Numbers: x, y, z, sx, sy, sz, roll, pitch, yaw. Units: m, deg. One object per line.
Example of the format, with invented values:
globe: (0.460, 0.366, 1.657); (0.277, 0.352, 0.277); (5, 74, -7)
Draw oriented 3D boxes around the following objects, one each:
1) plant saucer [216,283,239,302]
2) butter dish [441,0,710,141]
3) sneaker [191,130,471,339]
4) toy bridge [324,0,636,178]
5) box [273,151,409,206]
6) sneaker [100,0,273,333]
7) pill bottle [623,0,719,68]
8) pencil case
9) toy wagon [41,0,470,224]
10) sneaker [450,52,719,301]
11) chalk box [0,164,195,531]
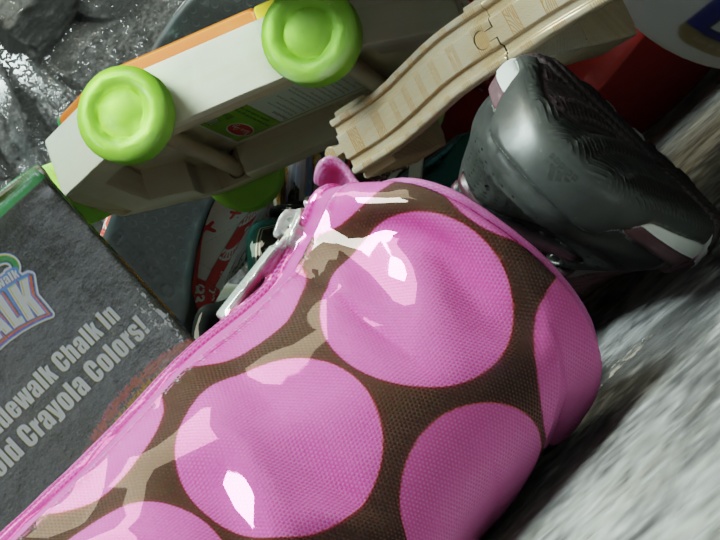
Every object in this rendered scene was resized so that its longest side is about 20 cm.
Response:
plant saucer: (-0.099, 0.048, 1.189); (0.200, 0.199, 0.051); (147, 126, -71)
butter dish: (0.111, -0.136, 0.984); (0.200, 0.148, 0.200); (-50, 42, 13)
sneaker: (0.000, 0.000, 0.838); (0.200, 0.080, 0.072); (-46, 31, 47)
toy bridge: (0.057, -0.076, 0.658); (0.200, 0.027, 0.067); (-30, -6, 39)
box: (-0.003, -0.086, 0.922); (0.137, 0.040, 0.201); (-106, 20, -47)
sneaker: (-0.059, -0.061, 0.925); (0.108, 0.067, 0.202); (-61, -3, -67)
pill bottle: (0.167, -0.160, 0.721); (0.120, 0.120, 0.200); (-45, 4, -32)
pencil case: (-0.035, 0.063, 0.513); (0.200, 0.094, 0.091); (-45, 5, -28)
toy wagon: (-0.052, -0.052, 0.774); (0.199, 0.040, 0.155); (-22, -9, 10)
sneaker: (0.044, 0.003, 0.639); (0.116, 0.076, 0.200); (-47, -8, 9)
chalk box: (-0.127, 0.059, 0.711); (0.124, 0.200, 0.124); (-44, 4, -30)
